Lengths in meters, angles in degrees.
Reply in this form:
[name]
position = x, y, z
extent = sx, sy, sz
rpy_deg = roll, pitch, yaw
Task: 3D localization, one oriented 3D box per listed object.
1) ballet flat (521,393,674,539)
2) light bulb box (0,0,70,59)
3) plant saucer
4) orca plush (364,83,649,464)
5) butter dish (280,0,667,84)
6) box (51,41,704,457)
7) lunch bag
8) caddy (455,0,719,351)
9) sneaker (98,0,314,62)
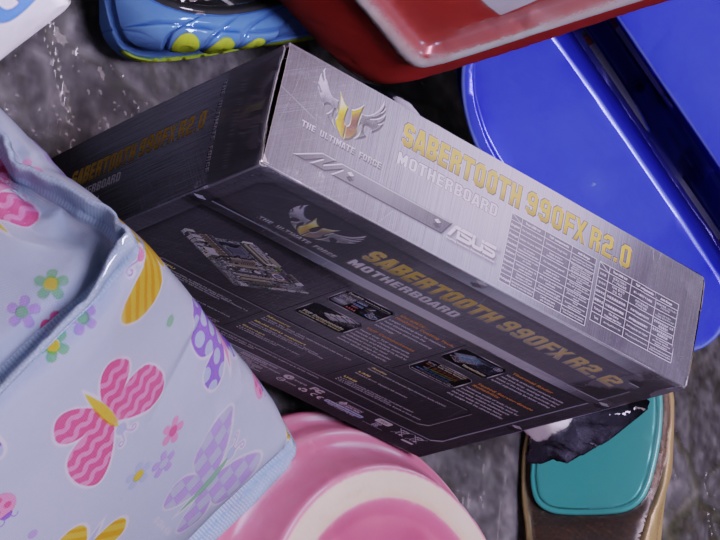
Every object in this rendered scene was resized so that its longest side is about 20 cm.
[ballet flat]
position = 0.105, 0.120, 1.093
extent = 0.063, 0.068, 0.201
rpy_deg = 52, 45, -66
[light bulb box]
position = -0.221, -0.101, 0.651
extent = 0.198, 0.125, 0.200
rpy_deg = -39, 119, 2
[plant saucer]
position = -0.003, 0.155, 0.964
extent = 0.200, 0.051, 0.201
rpy_deg = 10, 76, -46
[orca plush]
position = 0.052, -0.012, 1.001
extent = 0.200, 0.105, 0.071
rpy_deg = 43, 56, -16
[butter dish]
position = 0.047, -0.180, 0.884
extent = 0.199, 0.199, 0.148
rpy_deg = 44, 34, -56
[box]
position = 0.000, 0.000, 0.894
extent = 0.200, 0.158, 0.048
rpy_deg = 27, 62, -29
[lunch bag]
position = -0.142, 0.061, 0.731
extent = 0.200, 0.127, 0.170
rpy_deg = -47, 151, -7
[caddy]
position = 0.125, -0.061, 1.011
extent = 0.200, 0.141, 0.105
rpy_deg = 55, 13, -5
[sneaker]
position = -0.025, -0.134, 0.979
extent = 0.199, 0.071, 0.083
rpy_deg = -15, 100, -45
